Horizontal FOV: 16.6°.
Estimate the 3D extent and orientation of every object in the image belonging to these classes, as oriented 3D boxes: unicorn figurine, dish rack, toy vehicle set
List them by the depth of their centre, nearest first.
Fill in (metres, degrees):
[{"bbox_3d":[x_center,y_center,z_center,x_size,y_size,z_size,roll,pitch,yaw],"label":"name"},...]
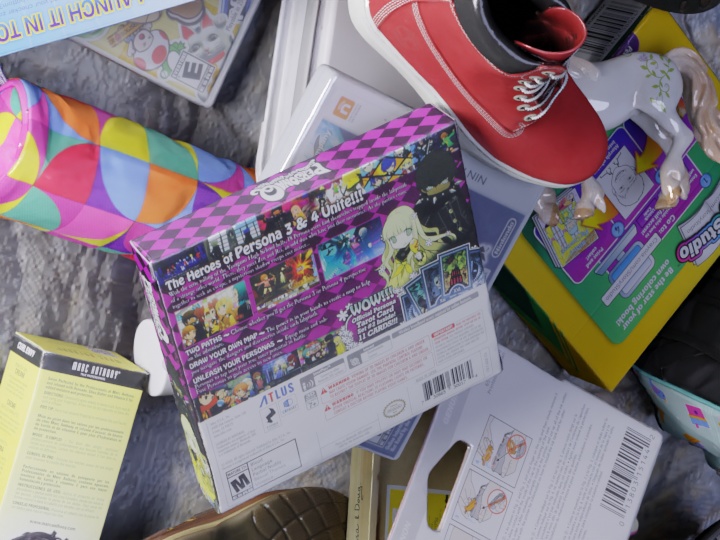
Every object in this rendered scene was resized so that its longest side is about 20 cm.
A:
[{"bbox_3d":[0.022,-0.113,1.508,0.171,0.043,0.202,18,74,-39],"label":"dish rack"},{"bbox_3d":[0.141,-0.101,1.548,0.199,0.074,0.139,-8,88,-37],"label":"unicorn figurine"},{"bbox_3d":[0.049,0.172,1.609,0.123,0.026,0.202,10,78,-33],"label":"toy vehicle set"}]

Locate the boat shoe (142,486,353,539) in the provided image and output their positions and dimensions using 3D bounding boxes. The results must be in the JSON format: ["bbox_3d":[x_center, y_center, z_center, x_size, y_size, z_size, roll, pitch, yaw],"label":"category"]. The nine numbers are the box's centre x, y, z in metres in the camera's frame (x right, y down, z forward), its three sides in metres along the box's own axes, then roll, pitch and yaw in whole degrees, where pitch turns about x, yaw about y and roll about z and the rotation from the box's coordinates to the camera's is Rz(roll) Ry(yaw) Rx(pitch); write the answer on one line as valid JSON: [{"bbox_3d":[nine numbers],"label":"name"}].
[{"bbox_3d":[-0.081,0.176,1.549,0.199,0.067,0.073,-11,98,-46],"label":"boat shoe"}]

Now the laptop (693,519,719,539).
[{"bbox_3d":[0.223,0.271,1.731,0.177,0.103,0.201,-39,119,-16],"label":"laptop"}]

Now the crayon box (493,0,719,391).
[{"bbox_3d":[0.167,-0.053,1.643,0.200,0.058,0.173,-49,122,-12],"label":"crayon box"}]

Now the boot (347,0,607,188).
[{"bbox_3d":[0.100,-0.105,1.389,0.200,0.144,0.073,38,75,-35],"label":"boot"}]

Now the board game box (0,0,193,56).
[{"bbox_3d":[-0.176,-0.230,1.368,0.199,0.056,0.197,-18,105,-19],"label":"board game box"}]

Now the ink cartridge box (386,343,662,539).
[{"bbox_3d":[0.090,0.161,1.585,0.176,0.045,0.201,30,72,-27],"label":"ink cartridge box"}]

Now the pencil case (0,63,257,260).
[{"bbox_3d":[-0.142,-0.048,1.446,0.199,0.088,0.089,21,91,-33],"label":"pencil case"}]

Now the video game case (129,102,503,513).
[{"bbox_3d":[-0.020,0.023,1.422,0.199,0.036,0.182,-26,126,-18],"label":"video game case"}]

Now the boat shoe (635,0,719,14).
[{"bbox_3d":[0.145,-0.221,1.581,0.199,0.074,0.076,16,129,-16],"label":"boat shoe"}]

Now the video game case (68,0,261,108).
[{"bbox_3d":[-0.120,-0.222,1.449,0.181,0.023,0.201,26,89,-33],"label":"video game case"}]

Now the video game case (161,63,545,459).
[{"bbox_3d":[0.000,0.000,1.464,0.181,0.023,0.201,23,99,-37],"label":"video game case"}]

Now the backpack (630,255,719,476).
[{"bbox_3d":[0.300,0.067,1.668,0.176,0.200,0.154,-43,120,-16],"label":"backpack"}]

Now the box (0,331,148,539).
[{"bbox_3d":[-0.194,0.144,1.481,0.075,0.050,0.202,13,95,-32],"label":"box"}]

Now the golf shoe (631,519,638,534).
[{"bbox_3d":[0.126,0.232,1.684,0.091,0.075,0.201,27,89,-36],"label":"golf shoe"}]

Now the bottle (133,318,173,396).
[{"bbox_3d":[-0.041,0.044,1.527,0.199,0.083,0.066,-6,110,-30],"label":"bottle"}]
